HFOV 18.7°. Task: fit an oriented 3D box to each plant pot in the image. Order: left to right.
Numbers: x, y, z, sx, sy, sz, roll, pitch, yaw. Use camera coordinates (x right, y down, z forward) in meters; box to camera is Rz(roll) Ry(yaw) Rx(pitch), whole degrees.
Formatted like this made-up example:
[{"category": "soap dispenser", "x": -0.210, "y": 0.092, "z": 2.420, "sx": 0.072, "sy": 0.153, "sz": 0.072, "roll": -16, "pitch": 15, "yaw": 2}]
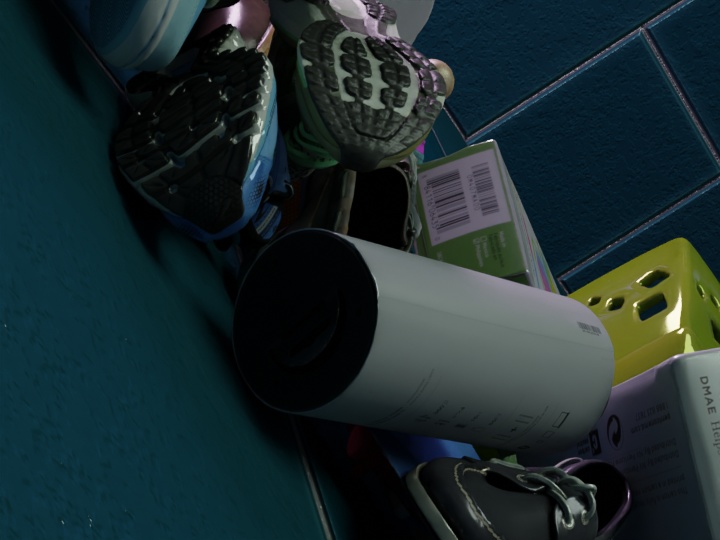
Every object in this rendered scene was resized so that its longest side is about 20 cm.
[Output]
[{"category": "plant pot", "x": 0.177, "y": 0.126, "z": 1.398, "sx": 0.201, "sy": 0.198, "sz": 0.182, "roll": 57, "pitch": 13, "yaw": -11}]

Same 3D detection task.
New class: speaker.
[{"category": "speaker", "x": 0.033, "y": 0.036, "z": 0.992, "sx": 0.199, "sy": 0.081, "sz": 0.082, "roll": 14, "pitch": 41, "yaw": -52}]

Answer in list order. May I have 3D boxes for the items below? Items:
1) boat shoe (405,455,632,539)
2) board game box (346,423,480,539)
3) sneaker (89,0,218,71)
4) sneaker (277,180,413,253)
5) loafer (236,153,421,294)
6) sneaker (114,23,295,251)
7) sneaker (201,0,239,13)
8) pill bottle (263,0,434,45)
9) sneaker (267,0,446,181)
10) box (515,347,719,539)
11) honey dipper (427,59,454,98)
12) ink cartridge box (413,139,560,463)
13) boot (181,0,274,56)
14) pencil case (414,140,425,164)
[{"category": "boat shoe", "x": 0.078, "y": 0.106, "z": 1.010, "sx": 0.073, "sy": 0.063, "sz": 0.200, "roll": 57, "pitch": 12, "yaw": 18}, {"category": "board game box", "x": 0.033, "y": 0.119, "z": 1.058, "sx": 0.201, "sy": 0.039, "sz": 0.158, "roll": 59, "pitch": 13, "yaw": 25}, {"category": "sneaker", "x": -0.040, "y": -0.151, "z": 1.012, "sx": 0.130, "sy": 0.079, "sz": 0.201, "roll": 34, "pitch": 58, "yaw": -25}, {"category": "sneaker", "x": 0.000, "y": 0.000, "z": 1.192, "sx": 0.200, "sy": 0.073, "sz": 0.077, "roll": 53, "pitch": 15, "yaw": -26}, {"category": "loafer", "x": 0.003, "y": -0.022, "z": 1.086, "sx": 0.072, "sy": 0.063, "sz": 0.200, "roll": 55, "pitch": 29, "yaw": -12}, {"category": "sneaker", "x": -0.056, "y": -0.050, "z": 0.998, "sx": 0.090, "sy": 0.078, "sz": 0.200, "roll": 59, "pitch": 7, "yaw": -17}, {"category": "sneaker", "x": -0.111, "y": -0.192, "z": 1.086, "sx": 0.198, "sy": 0.115, "sz": 0.076, "roll": 9, "pitch": 2, "yaw": -27}, {"category": "pill bottle", "x": -0.024, "y": -0.170, "z": 1.352, "sx": 0.113, "sy": 0.112, "sz": 0.200, "roll": 56, "pitch": -12, "yaw": -12}, {"category": "sneaker", "x": -0.012, "y": -0.076, "z": 1.063, "sx": 0.076, "sy": 0.089, "sz": 0.200, "roll": 15, "pitch": 21, "yaw": -13}, {"category": "box", "x": 0.193, "y": 0.149, "z": 1.128, "sx": 0.199, "sy": 0.130, "sz": 0.202, "roll": 144, "pitch": -64, "yaw": -65}, {"category": "honey dipper", "x": -0.017, "y": -0.097, "z": 1.166, "sx": 0.199, "sy": 0.038, "sz": 0.038, "roll": -2, "pitch": -51, "yaw": 54}, {"category": "ink cartridge box", "x": 0.086, "y": 0.034, "z": 1.244, "sx": 0.201, "sy": 0.059, "sz": 0.104, "roll": 64, "pitch": 13, "yaw": -45}, {"category": "boot", "x": -0.123, "y": -0.176, "z": 1.197, "sx": 0.166, "sy": 0.072, "sz": 0.200, "roll": 42, "pitch": 15, "yaw": -24}, {"category": "pencil case", "x": -0.008, "y": -0.066, "z": 1.325, "sx": 0.200, "sy": 0.092, "sz": 0.086, "roll": -68, "pitch": 139, "yaw": -79}]
